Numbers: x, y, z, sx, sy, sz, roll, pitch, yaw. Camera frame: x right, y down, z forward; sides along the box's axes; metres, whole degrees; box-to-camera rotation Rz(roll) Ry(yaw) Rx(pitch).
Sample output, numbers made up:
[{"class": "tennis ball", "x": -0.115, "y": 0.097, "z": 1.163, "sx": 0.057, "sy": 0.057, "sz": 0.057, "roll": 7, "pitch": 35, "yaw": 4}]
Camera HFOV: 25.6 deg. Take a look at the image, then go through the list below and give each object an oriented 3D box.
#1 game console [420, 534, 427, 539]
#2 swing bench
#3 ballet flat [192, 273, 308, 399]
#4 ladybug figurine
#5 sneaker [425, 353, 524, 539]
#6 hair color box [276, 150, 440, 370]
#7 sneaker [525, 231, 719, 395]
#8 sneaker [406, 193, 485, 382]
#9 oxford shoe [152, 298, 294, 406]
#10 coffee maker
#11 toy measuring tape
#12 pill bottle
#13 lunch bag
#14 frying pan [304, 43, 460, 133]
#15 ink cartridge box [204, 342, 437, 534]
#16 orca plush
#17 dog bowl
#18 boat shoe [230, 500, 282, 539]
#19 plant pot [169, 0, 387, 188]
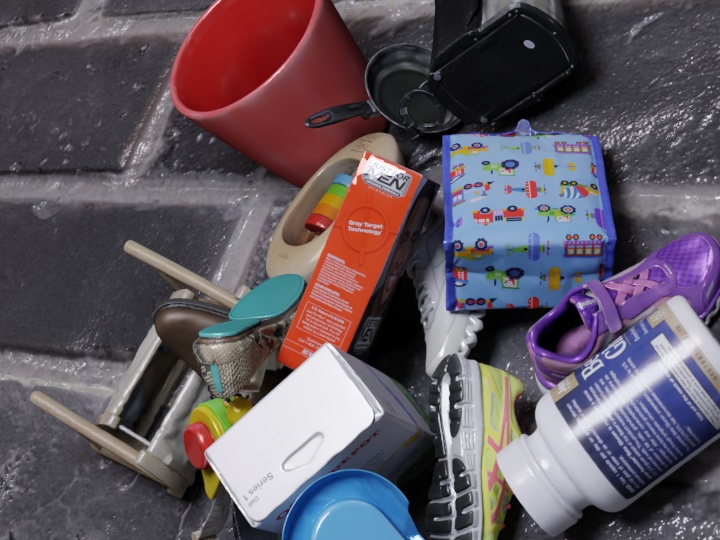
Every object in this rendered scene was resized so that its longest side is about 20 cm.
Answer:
[{"class": "game console", "x": 0.015, "y": 0.339, "z": 1.327, "sx": 0.176, "sy": 0.031, "sz": 0.201, "roll": -38, "pitch": 43, "yaw": 10}, {"class": "swing bench", "x": -0.193, "y": 0.106, "z": 1.608, "sx": 0.199, "sy": 0.130, "sz": 0.200, "roll": 21, "pitch": 72, "yaw": 40}, {"class": "ballet flat", "x": -0.094, "y": 0.065, "z": 1.406, "sx": 0.067, "sy": 0.076, "sz": 0.200, "roll": -2, "pitch": 15, "yaw": 18}, {"class": "ladybug figurine", "x": -0.015, "y": -0.053, "z": 1.612, "sx": 0.201, "sy": 0.072, "sz": 0.135, "roll": -54, "pitch": 32, "yaw": -14}, {"class": "sneaker", "x": 0.110, "y": 0.174, "z": 1.345, "sx": 0.078, "sy": 0.089, "sz": 0.203, "roll": -18, "pitch": 66, "yaw": 61}, {"class": "hair color box", "x": 0.000, "y": 0.000, "z": 1.424, "sx": 0.061, "sy": 0.101, "sz": 0.202, "roll": 23, "pitch": 94, "yaw": 12}, {"class": "sneaker", "x": 0.221, "y": 0.034, "z": 1.343, "sx": 0.199, "sy": 0.088, "sz": 0.081, "roll": -37, "pitch": 50, "yaw": 11}, {"class": "sneaker", "x": 0.076, "y": 0.013, "z": 1.476, "sx": 0.075, "sy": 0.080, "sz": 0.202, "roll": 128, "pitch": 158, "yaw": -52}, {"class": "oxford shoe", "x": -0.112, "y": 0.099, "z": 1.465, "sx": 0.073, "sy": 0.199, "sz": 0.085, "roll": -53, "pitch": 4, "yaw": 36}, {"class": "coffee maker", "x": 0.121, "y": -0.261, "z": 1.608, "sx": 0.190, "sy": 0.135, "sz": 0.202, "roll": -13, "pitch": 43, "yaw": 15}, {"class": "toy measuring tape", "x": -0.132, "y": 0.171, "z": 1.432, "sx": 0.201, "sy": 0.073, "sz": 0.074, "roll": 114, "pitch": 159, "yaw": -47}, {"class": "pill bottle", "x": 0.210, "y": 0.122, "z": 1.271, "sx": 0.199, "sy": 0.111, "sz": 0.112, "roll": -38, "pitch": 42, "yaw": 9}, {"class": "lunch bag", "x": 0.149, "y": -0.068, "z": 1.449, "sx": 0.148, "sy": 0.095, "sz": 0.202, "roll": -1, "pitch": 47, "yaw": 4}, {"class": "frying pan", "x": 0.037, "y": -0.164, "z": 1.633, "sx": 0.115, "sy": 0.031, "sz": 0.190, "roll": 37, "pitch": 56, "yaw": 8}, {"class": "ink cartridge box", "x": -0.025, "y": 0.154, "z": 1.364, "sx": 0.145, "sy": 0.200, "sz": 0.084, "roll": -42, "pitch": 67, "yaw": 5}, {"class": "orca plush", "x": 0.022, "y": 0.046, "z": 1.541, "sx": 0.105, "sy": 0.070, "sz": 0.202, "roll": 115, "pitch": 178, "yaw": -63}, {"class": "dog bowl", "x": 0.020, "y": 0.252, "z": 1.265, "sx": 0.111, "sy": 0.200, "sz": 0.050, "roll": -41, "pitch": -4, "yaw": -12}, {"class": "boat shoe", "x": -0.097, "y": 0.205, "z": 1.499, "sx": 0.074, "sy": 0.062, "sz": 0.202, "roll": -22, "pitch": 49, "yaw": 23}, {"class": "plant pot", "x": -0.074, "y": -0.193, "z": 1.693, "sx": 0.199, "sy": 0.177, "sz": 0.202, "roll": -24, "pitch": 44, "yaw": 25}]
